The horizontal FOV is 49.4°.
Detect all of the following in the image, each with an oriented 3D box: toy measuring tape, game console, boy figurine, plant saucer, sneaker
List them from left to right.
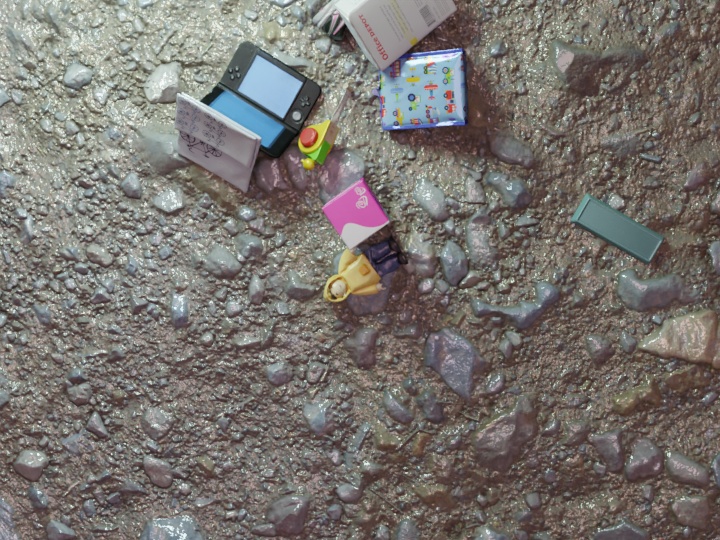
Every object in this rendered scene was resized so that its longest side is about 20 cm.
[{"bbox_3d":[-0.206,-0.356,1.618,0.199,0.116,0.177,31,99,-4],"label":"game console"},{"bbox_3d":[-0.081,-0.305,1.657,0.073,0.074,0.202,22,82,-2],"label":"toy measuring tape"},{"bbox_3d":[-0.003,-0.553,1.612,0.200,0.080,0.086,-39,108,15],"label":"sneaker"},{"bbox_3d":[0.000,0.000,1.695,0.199,0.064,0.125,-30,100,3],"label":"boy figurine"},{"bbox_3d":[0.557,-0.088,1.689,0.199,0.019,0.070,29,99,-4],"label":"plant saucer"}]

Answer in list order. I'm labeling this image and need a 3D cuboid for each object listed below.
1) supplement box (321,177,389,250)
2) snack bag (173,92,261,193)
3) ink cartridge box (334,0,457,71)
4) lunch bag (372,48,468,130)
[{"bbox_3d":[-0.008,-0.119,1.606,0.103,0.200,0.102,-34,97,7],"label":"supplement box"},{"bbox_3d":[-0.302,-0.257,1.615,0.187,0.200,0.022,29,58,-1],"label":"snack bag"},{"bbox_3d":[0.069,-0.525,1.565,0.199,0.084,0.145,-38,129,2],"label":"ink cartridge box"},{"bbox_3d":[0.121,-0.373,1.628,0.198,0.094,0.152,-1,102,11],"label":"lunch bag"}]
